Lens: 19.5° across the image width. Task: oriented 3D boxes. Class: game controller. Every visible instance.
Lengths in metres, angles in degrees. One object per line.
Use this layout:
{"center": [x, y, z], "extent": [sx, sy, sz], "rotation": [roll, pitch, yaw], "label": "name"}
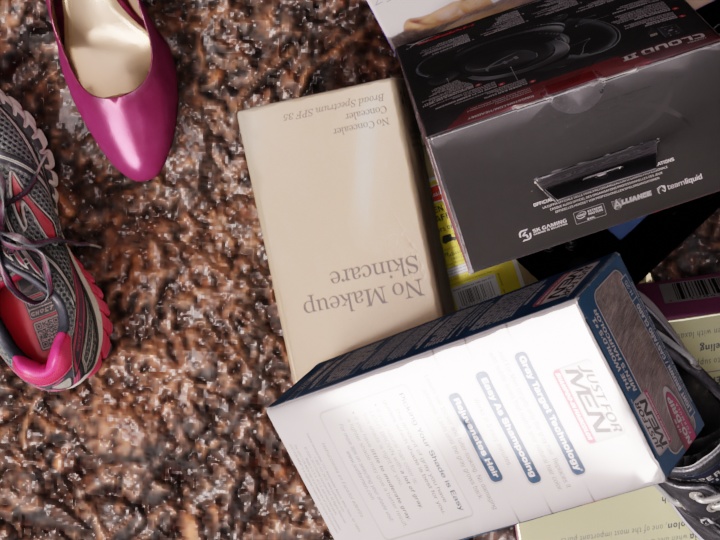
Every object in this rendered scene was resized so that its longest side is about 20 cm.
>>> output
{"center": [0.159, -0.068, 1.153], "extent": [0.200, 0.042, 0.104], "rotation": [-42, 77, -12], "label": "game controller"}

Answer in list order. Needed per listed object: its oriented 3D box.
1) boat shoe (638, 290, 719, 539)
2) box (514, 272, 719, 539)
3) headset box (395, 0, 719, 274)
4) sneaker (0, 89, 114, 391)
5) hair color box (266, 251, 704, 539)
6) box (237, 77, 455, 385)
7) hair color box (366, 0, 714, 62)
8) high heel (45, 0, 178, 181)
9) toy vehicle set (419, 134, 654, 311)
{"center": [0.178, 0.093, 1.069], "extent": [0.072, 0.068, 0.200], "rotation": [-37, 97, 11], "label": "boat shoe"}
{"center": [0.170, 0.112, 1.158], "extent": [0.175, 0.097, 0.201], "rotation": [-9, 100, 6], "label": "box"}
{"center": [0.104, -0.079, 1.050], "extent": [0.148, 0.200, 0.078], "rotation": [-19, 111, 2], "label": "headset box"}
{"center": [-0.206, -0.026, 1.216], "extent": [0.080, 0.075, 0.201], "rotation": [-29, 90, 8], "label": "sneaker"}
{"center": [0.060, 0.074, 1.049], "extent": [0.199, 0.060, 0.100], "rotation": [-21, 101, 36], "label": "hair color box"}
{"center": [0.000, 0.000, 1.164], "extent": [0.094, 0.078, 0.201], "rotation": [-13, 93, 8], "label": "box"}
{"center": [0.105, -0.170, 1.156], "extent": [0.199, 0.065, 0.110], "rotation": [-26, 116, 10], "label": "hair color box"}
{"center": [-0.155, -0.147, 1.189], "extent": [0.067, 0.096, 0.201], "rotation": [-17, 92, 8], "label": "high heel"}
{"center": [0.056, -0.019, 1.209], "extent": [0.199, 0.027, 0.125], "rotation": [-18, 92, 8], "label": "toy vehicle set"}
